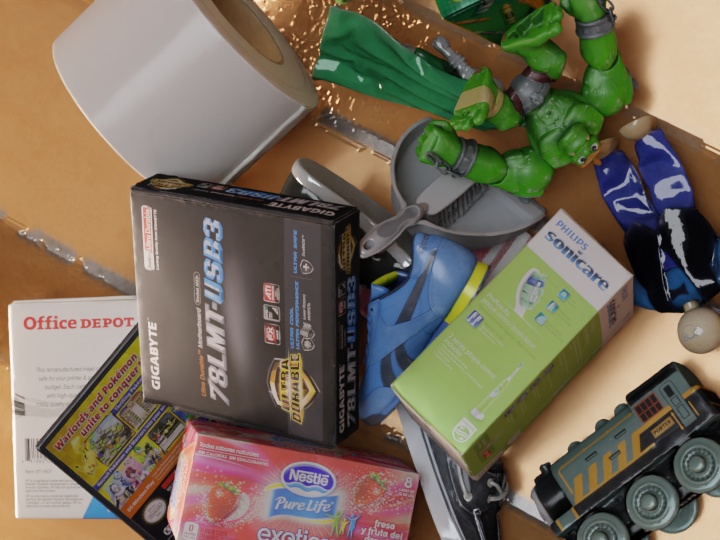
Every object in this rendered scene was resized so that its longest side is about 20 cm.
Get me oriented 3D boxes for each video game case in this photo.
[{"bbox_3d":[-0.156,0.137,1.734,0.180,0.025,0.200,41,85,-8],"label":"video game case"}]

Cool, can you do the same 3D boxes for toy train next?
[{"bbox_3d":[0.236,0.169,1.646,0.200,0.085,0.114,-40,66,16],"label":"toy train"}]

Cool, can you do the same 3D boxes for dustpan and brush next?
[{"bbox_3d":[0.058,-0.054,1.650,0.139,0.200,0.057,41,147,14],"label":"dustpan and brush"}]

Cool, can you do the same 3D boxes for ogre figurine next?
[{"bbox_3d":[0.153,-0.141,1.633,0.201,0.120,0.098,-56,31,-8],"label":"ogre figurine"}]

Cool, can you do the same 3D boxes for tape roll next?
[{"bbox_3d":[-0.152,-0.175,1.713,0.139,0.203,0.203,-42,77,14],"label":"tape roll"}]

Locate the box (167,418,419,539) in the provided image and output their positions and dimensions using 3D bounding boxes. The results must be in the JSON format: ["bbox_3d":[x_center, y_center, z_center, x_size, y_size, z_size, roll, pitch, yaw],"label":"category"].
[{"bbox_3d":[-0.060,0.196,1.689,0.198,0.103,0.096,12,91,-10],"label":"box"}]

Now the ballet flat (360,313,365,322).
[{"bbox_3d":[-0.071,0.043,1.765,0.199,0.046,0.068,-21,84,17],"label":"ballet flat"}]

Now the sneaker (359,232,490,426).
[{"bbox_3d":[0.032,0.046,1.629,0.078,0.066,0.201,29,128,-3],"label":"sneaker"}]

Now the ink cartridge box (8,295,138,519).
[{"bbox_3d":[-0.241,0.125,1.802,0.145,0.084,0.202,-2,89,18],"label":"ink cartridge box"}]

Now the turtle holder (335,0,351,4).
[{"bbox_3d":[-0.059,-0.300,1.710,0.185,0.141,0.132,42,76,0],"label":"turtle holder"}]

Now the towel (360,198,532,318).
[{"bbox_3d":[0.105,0.028,1.702,0.199,0.030,0.147,37,85,15],"label":"towel"}]

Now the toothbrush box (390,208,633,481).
[{"bbox_3d":[0.129,0.064,1.600,0.200,0.146,0.086,-45,74,-3],"label":"toothbrush box"}]

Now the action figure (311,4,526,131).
[{"bbox_3d":[0.061,-0.168,1.703,0.199,0.118,0.055,23,67,2],"label":"action figure"}]

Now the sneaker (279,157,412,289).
[{"bbox_3d":[0.000,0.000,1.681,0.199,0.071,0.099,37,109,-1],"label":"sneaker"}]

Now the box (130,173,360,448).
[{"bbox_3d":[-0.095,0.031,1.622,0.197,0.050,0.202,11,113,26],"label":"box"}]

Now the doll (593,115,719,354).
[{"bbox_3d":[0.255,-0.023,1.654,0.136,0.048,0.201,-28,79,27],"label":"doll"}]

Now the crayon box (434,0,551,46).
[{"bbox_3d":[0.099,-0.261,1.629,0.058,0.200,0.120,-23,83,17],"label":"crayon box"}]

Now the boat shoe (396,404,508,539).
[{"bbox_3d":[0.096,0.187,1.698,0.067,0.072,0.201,-25,73,16],"label":"boat shoe"}]
